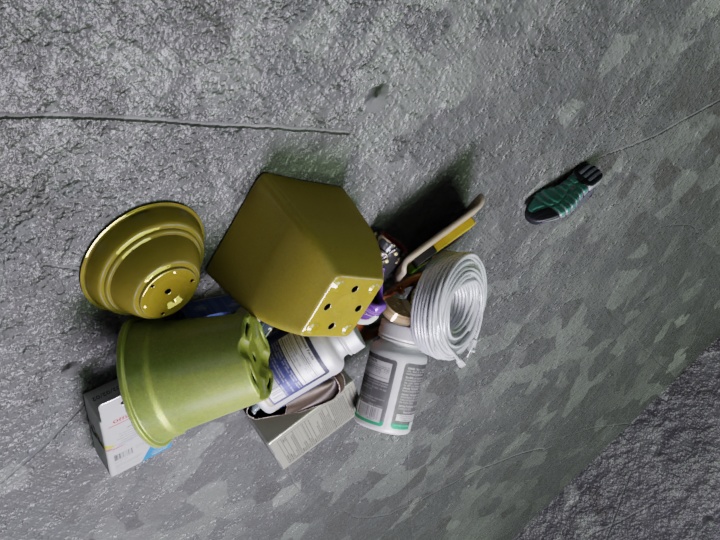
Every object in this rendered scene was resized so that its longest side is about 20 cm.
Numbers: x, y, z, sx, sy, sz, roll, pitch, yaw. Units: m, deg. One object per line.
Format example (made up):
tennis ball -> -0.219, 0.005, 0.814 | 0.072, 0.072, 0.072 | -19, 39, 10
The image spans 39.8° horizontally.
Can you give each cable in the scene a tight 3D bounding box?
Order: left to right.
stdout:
cable -> 0.163, 0.062, 1.806 | 0.200, 0.069, 0.202 | 31, 77, -56

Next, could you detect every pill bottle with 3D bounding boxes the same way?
pill bottle -> -0.096, 0.142, 1.662 | 0.199, 0.112, 0.111 | -31, 148, 3
pill bottle -> 0.062, 0.197, 1.871 | 0.113, 0.112, 0.202 | 9, 97, -51

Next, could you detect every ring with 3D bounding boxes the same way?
ring -> 0.063, 0.077, 1.918 | 0.199, 0.019, 0.201 | -33, 160, -13

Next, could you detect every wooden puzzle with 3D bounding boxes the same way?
wooden puzzle -> 0.143, -0.050, 1.810 | 0.200, 0.037, 0.185 | -41, 177, -7

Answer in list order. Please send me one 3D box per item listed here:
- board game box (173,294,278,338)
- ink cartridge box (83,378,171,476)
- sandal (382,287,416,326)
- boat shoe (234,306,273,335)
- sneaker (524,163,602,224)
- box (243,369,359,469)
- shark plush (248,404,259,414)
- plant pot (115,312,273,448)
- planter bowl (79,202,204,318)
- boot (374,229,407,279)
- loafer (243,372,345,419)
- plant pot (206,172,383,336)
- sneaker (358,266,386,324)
board game box -> -0.234, 0.127, 1.672 | 0.199, 0.043, 0.200 | -11, 137, -39
ink cartridge box -> -0.377, 0.233, 1.616 | 0.114, 0.068, 0.201 | -25, 144, -26
sandal -> 0.122, 0.060, 1.852 | 0.211, 0.078, 0.070 | 5, 130, -54
boat shoe -> -0.215, 0.143, 1.608 | 0.062, 0.075, 0.201 | 35, 91, -45
sneaker -> 0.418, -0.136, 2.051 | 0.199, 0.075, 0.088 | -32, 151, -18
box -> -0.109, 0.260, 1.900 | 0.199, 0.109, 0.128 | -35, 147, -12
shark plush -> -0.118, 0.169, 1.734 | 0.199, 0.083, 0.091 | -32, 132, -18
plant pot -> -0.234, 0.145, 1.477 | 0.182, 0.202, 0.201 | -14, 149, 11
planter bowl -> -0.293, 0.007, 1.433 | 0.199, 0.084, 0.201 | -29, 146, -22
boot -> 0.000, 0.000, 1.740 | 0.151, 0.073, 0.200 | -50, 157, 10
loafer -> -0.121, 0.231, 1.790 | 0.198, 0.071, 0.074 | -19, 108, 7
plant pot -> -0.079, -0.004, 1.544 | 0.194, 0.200, 0.195 | 5, 125, -50
sneaker -> 0.008, -0.015, 1.636 | 0.080, 0.202, 0.083 | -1, 160, -37
